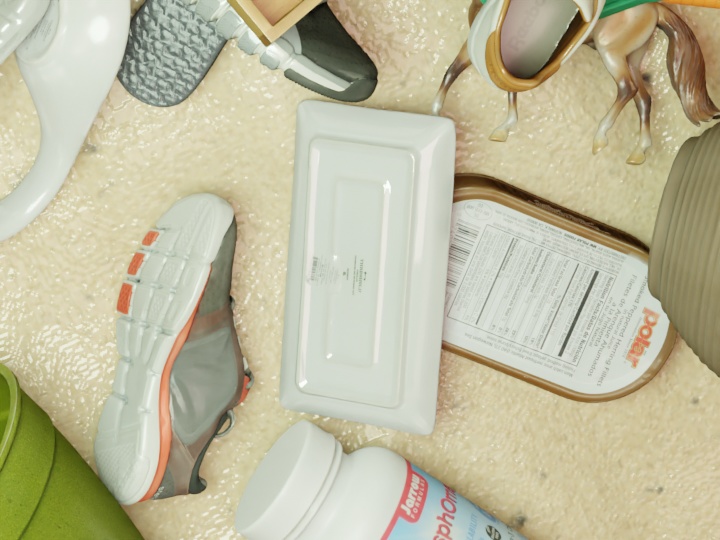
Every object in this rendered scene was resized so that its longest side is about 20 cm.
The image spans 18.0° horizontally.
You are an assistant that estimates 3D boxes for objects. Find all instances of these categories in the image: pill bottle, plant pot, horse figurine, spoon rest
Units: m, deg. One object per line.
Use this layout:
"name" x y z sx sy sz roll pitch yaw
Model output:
"pill bottle" 0.025 0.180 1.423 0.200 0.109 0.109 34 97 -14
"plant pot" -0.210 0.192 1.367 0.200 0.200 0.193 -45 117 4
"horse figurine" 0.125 -0.139 1.386 0.199 0.050 0.133 9 89 -3
"plant pot" 0.231 -0.021 1.376 0.092 0.201 0.201 14 103 17
"spoon rest" -0.188 -0.104 1.347 0.061 0.099 0.200 9 116 -45

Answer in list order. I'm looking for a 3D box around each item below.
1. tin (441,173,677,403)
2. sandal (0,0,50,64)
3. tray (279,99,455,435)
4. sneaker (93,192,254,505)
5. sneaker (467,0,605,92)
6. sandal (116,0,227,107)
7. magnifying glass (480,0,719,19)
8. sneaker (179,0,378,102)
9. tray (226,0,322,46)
"tin" 0.107 0.014 1.432 0.200 0.042 0.112 21 104 -12
"sandal" -0.249 -0.106 1.333 0.202 0.083 0.050 -37 145 19
"tray" 0.000 0.000 1.397 0.107 0.022 0.201 9 104 22
"sneaker" -0.104 0.049 1.408 0.082 0.077 0.200 9 105 -37
"sneaker" 0.130 -0.187 1.279 0.073 0.085 0.200 23 101 -11
"sandal" -0.075 -0.185 1.363 0.200 0.043 0.076 -43 98 14
"magnifying glass" 0.162 -0.176 1.363 0.199 0.022 0.080 5 73 -10
"sneaker" -0.052 -0.191 1.300 0.200 0.075 0.116 35 103 -4
"tray" -0.007 -0.227 1.262 0.200 0.037 0.099 -41 96 -7
